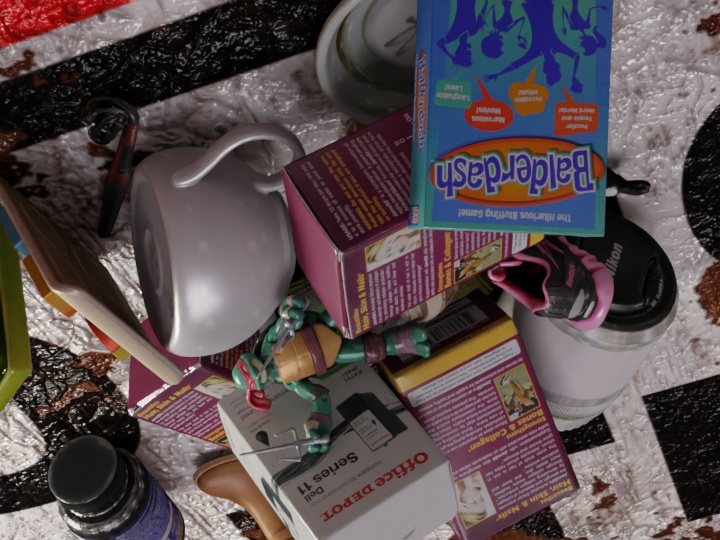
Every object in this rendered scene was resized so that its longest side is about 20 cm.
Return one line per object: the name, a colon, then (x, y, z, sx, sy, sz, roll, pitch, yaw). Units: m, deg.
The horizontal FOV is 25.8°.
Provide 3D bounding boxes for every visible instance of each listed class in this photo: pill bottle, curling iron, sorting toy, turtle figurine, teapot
pill bottle: (-0.286, 0.275, 1.835, 0.110, 0.113, 0.201, -14, 144, 7)
curling iron: (-0.226, -0.091, 1.416, 0.049, 0.026, 0.201, 17, 147, 1)
sorting toy: (-0.256, 0.011, 1.413, 0.036, 0.200, 0.185, -43, 140, -1)
turtle figurine: (-0.043, 0.072, 1.405, 0.198, 0.101, 0.151, -27, 124, -13)
teapot: (-0.118, -0.025, 1.404, 0.144, 0.200, 0.200, -10, -175, -18)

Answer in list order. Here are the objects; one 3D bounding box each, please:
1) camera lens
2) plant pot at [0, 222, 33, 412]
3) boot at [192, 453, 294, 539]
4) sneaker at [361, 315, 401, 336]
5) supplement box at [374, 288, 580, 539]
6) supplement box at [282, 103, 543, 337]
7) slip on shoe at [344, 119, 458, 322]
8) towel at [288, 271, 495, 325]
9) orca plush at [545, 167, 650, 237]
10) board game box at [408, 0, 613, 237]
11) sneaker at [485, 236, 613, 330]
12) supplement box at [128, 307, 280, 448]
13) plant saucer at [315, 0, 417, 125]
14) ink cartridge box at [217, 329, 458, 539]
camera lens: (0.218, 0.049, 1.592, 0.158, 0.162, 0.201, 3, 143, -17)
plant pot: (-0.412, 0.056, 1.435, 0.180, 0.202, 0.199, 10, 141, -34)
boot: (-0.102, 0.306, 1.880, 0.198, 0.157, 0.077, 14, 140, -29)
sneaker: (0.000, 0.000, 1.535, 0.111, 0.073, 0.201, 30, 116, -14)
supplement box: (0.110, 0.142, 1.520, 0.130, 0.103, 0.202, -25, 110, -7)
supplement box: (0.048, -0.055, 1.308, 0.198, 0.104, 0.132, -26, 149, -14)
slip on shoe: (0.042, -0.054, 1.439, 0.060, 0.202, 0.076, -29, -164, -36)
towel: (0.031, 0.018, 1.627, 0.198, 0.023, 0.143, -24, 143, 21)
orca plush: (0.182, -0.089, 1.449, 0.197, 0.106, 0.072, 3, 134, -20)
board game box: (0.116, -0.129, 1.213, 0.150, 0.203, 0.045, 1, -179, -16)
sneaker: (0.144, -0.016, 1.459, 0.094, 0.200, 0.080, -3, 121, -36)
supplement box: (-0.120, 0.107, 1.609, 0.199, 0.104, 0.130, 24, 140, -34)
plant saucer: (0.058, -0.197, 1.308, 0.197, 0.051, 0.201, -6, 145, -4)
ink cartridge box: (-0.021, 0.172, 1.457, 0.146, 0.200, 0.084, -30, 139, -15)
